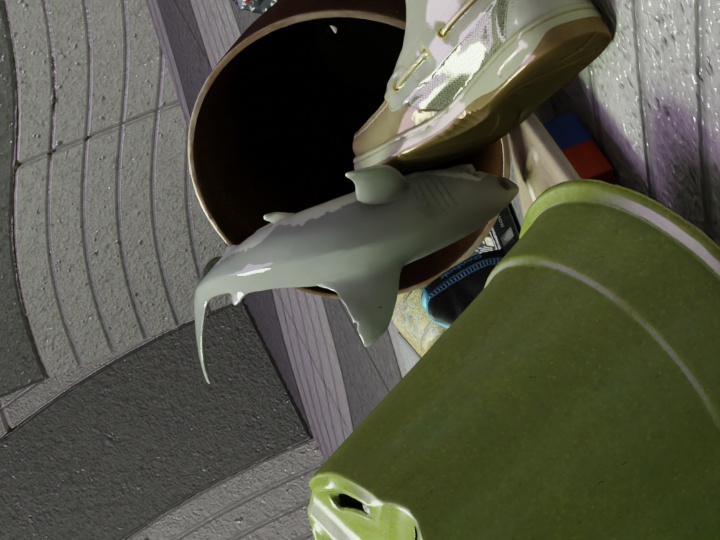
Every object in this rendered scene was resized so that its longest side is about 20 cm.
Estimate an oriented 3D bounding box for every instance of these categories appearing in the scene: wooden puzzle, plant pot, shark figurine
[{"bbox_3d":[0.136,0.007,1.182,0.185,0.046,0.200,76,174,-45],"label":"wooden puzzle"},{"bbox_3d":[0.003,-0.112,1.315,0.200,0.187,0.187,-77,-28,-60],"label":"plant pot"},{"bbox_3d":[-0.021,0.006,1.178,0.128,0.214,0.090,8,-117,-68],"label":"shark figurine"},{"bbox_3d":[0.082,0.091,0.995,0.200,0.190,0.200,40,151,27],"label":"plant pot"}]

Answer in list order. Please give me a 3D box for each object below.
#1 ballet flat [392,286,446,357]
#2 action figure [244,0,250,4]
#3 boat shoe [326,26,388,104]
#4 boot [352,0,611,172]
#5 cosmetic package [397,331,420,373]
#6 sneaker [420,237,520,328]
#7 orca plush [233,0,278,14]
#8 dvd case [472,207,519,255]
[{"bbox_3d":[0.085,0.069,1.366,0.200,0.071,0.071,49,-172,-43],"label":"ballet flat"},{"bbox_3d":[-0.024,-0.213,1.150,0.065,0.099,0.200,18,150,22],"label":"action figure"},{"bbox_3d":[0.009,-0.129,1.457,0.072,0.060,0.200,168,81,-82],"label":"boat shoe"},{"bbox_3d":[0.039,-0.145,1.128,0.200,0.072,0.155,-36,73,54],"label":"boot"},{"bbox_3d":[0.101,0.107,1.557,0.200,0.090,0.107,-125,17,-70],"label":"cosmetic package"},{"bbox_3d":[0.095,0.082,1.173,0.073,0.082,0.200,-138,28,-81],"label":"sneaker"},{"bbox_3d":[-0.025,-0.255,1.382,0.105,0.071,0.200,25,128,23],"label":"orca plush"},{"bbox_3d":[0.060,-0.096,1.501,0.146,0.022,0.200,-168,55,-81],"label":"dvd case"}]
